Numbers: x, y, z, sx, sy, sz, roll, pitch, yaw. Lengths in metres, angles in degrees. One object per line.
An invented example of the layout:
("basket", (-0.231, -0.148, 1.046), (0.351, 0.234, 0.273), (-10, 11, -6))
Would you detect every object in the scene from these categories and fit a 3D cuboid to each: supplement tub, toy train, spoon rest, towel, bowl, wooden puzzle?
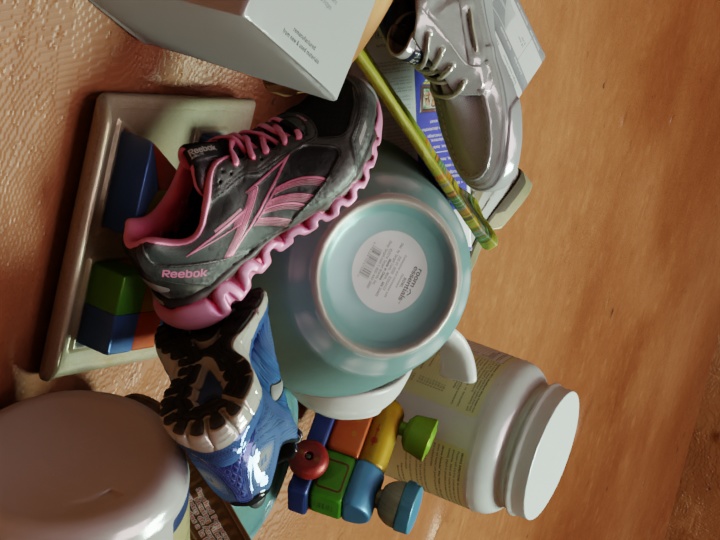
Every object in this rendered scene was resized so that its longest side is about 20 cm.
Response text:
("supplement tub", (0.086, 0.136, 1.532), (0.145, 0.199, 0.146), (-49, 149, -42))
("toy train", (0.017, 0.125, 1.434), (0.085, 0.115, 0.201), (96, 13, -61))
("spoon rest", (0.021, 0.079, 1.377), (0.199, 0.099, 0.061), (-10, 106, -48))
("towel", (0.039, -0.105, 1.219), (0.018, 0.086, 0.201), (-35, 115, 4))
("bowl", (0.000, 0.000, 1.205), (0.105, 0.199, 0.203), (15, -95, 68))
("wooden puzzle", (-0.128, -0.022, 1.107), (0.200, 0.046, 0.187), (-13, 119, -65))
("supplement tub", (-0.177, 0.192, 1.035), (0.144, 0.143, 0.202), (-44, 145, -48))

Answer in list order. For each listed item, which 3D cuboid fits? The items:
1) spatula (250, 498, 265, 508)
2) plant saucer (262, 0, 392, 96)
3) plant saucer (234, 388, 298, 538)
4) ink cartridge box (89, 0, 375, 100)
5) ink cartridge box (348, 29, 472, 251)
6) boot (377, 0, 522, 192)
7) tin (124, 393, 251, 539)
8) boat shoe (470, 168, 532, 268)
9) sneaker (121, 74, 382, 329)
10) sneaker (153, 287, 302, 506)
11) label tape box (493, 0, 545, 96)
("spatula", (-0.085, 0.090, 1.270), (0.056, 0.020, 0.202), (-21, 118, -40))
("plant saucer", (-0.005, -0.204, 1.110), (0.201, 0.037, 0.201), (-54, -159, 31))
("plant saucer", (-0.101, 0.157, 1.341), (0.200, 0.027, 0.202), (-48, 148, -43))
("ink cartridge box", (-0.062, -0.229, 0.965), (0.202, 0.144, 0.145), (-69, 156, -6))
("ink cartridge box", (0.035, -0.107, 1.284), (0.094, 0.037, 0.202), (-10, 108, -17))
("boot", (0.054, -0.151, 1.197), (0.095, 0.073, 0.202), (-13, 93, -46))
("tin", (-0.122, 0.179, 1.112), (0.042, 0.201, 0.112), (-28, 175, -33))
("boat shoe", (0.063, -0.032, 1.360), (0.069, 0.074, 0.200), (50, 53, -17))
("sneaker", (-0.070, -0.058, 1.044), (0.200, 0.079, 0.096), (-47, 133, -9))
("sneaker", (-0.083, 0.081, 1.054), (0.200, 0.078, 0.090), (-92, 163, -63))
("label tape box", (0.061, -0.167, 1.345), (0.201, 0.063, 0.145), (-55, 127, -36))
